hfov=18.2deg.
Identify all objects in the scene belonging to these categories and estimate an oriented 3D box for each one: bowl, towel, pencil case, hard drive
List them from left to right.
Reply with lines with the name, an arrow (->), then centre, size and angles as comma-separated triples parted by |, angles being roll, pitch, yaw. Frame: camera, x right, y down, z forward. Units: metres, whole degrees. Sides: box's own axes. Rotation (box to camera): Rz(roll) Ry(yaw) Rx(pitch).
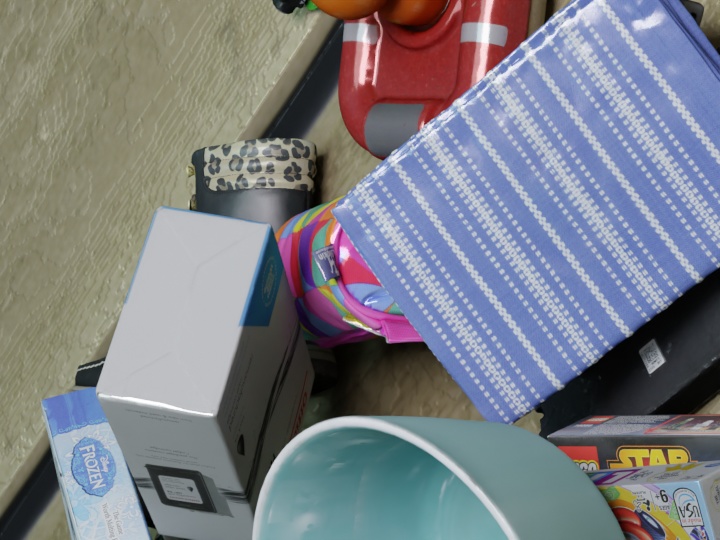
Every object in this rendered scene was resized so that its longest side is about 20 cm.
pencil case -> 0.000, 0.000, 1.219 | 0.200, 0.088, 0.089 | 167, 106, -78
bowl -> 0.053, 0.152, 1.051 | 0.200, 0.105, 0.202 | 18, 116, 42
towel -> 0.101, -0.036, 1.091 | 0.200, 0.024, 0.145 | -39, 85, 15
hard drive -> 0.150, 0.000, 1.149 | 0.200, 0.038, 0.140 | -45, 56, 35

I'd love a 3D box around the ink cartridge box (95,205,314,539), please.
ink cartridge box -> -0.075, 0.070, 1.203 | 0.066, 0.200, 0.116 | 8, 60, 13

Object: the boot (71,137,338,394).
boot -> -0.098, 0.009, 1.387 | 0.203, 0.073, 0.155 | -11, 76, 39

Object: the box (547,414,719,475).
box -> 0.186, 0.138, 1.066 | 0.199, 0.040, 0.138 | -5, 100, 46

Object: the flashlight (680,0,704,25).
flashlight -> 0.105, -0.047, 1.127 | 0.068, 0.067, 0.201 | 24, 104, 40

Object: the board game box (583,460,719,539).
board game box -> 0.115, 0.166, 1.094 | 0.199, 0.034, 0.135 | -11, 96, 48

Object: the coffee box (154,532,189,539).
coffee box -> -0.017, 0.188, 1.257 | 0.199, 0.044, 0.123 | -6, 121, 47

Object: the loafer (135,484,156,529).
loafer -> -0.097, 0.127, 1.371 | 0.199, 0.072, 0.073 | -11, 77, 45

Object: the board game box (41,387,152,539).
board game box -> -0.135, 0.207, 1.316 | 0.199, 0.043, 0.201 | -115, 14, -50

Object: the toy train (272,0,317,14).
toy train -> -0.003, -0.241, 1.338 | 0.200, 0.042, 0.057 | -54, 41, 28

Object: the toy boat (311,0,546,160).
toy boat -> 0.023, -0.160, 1.233 | 0.130, 0.130, 0.202 | 5, 89, 46
